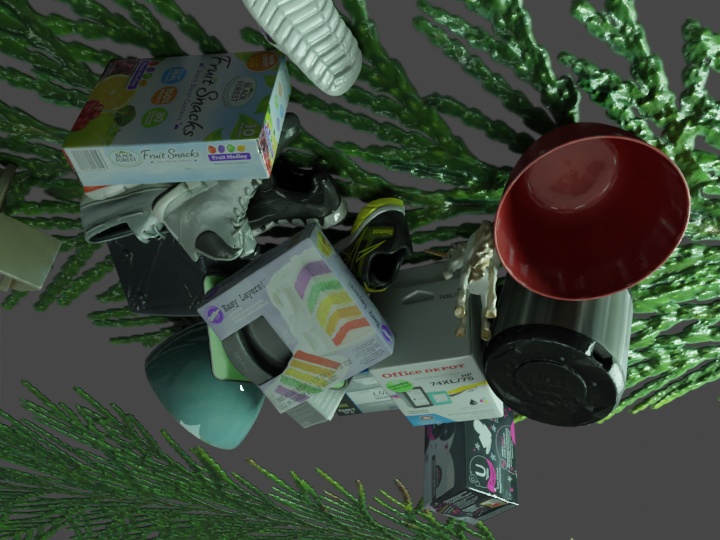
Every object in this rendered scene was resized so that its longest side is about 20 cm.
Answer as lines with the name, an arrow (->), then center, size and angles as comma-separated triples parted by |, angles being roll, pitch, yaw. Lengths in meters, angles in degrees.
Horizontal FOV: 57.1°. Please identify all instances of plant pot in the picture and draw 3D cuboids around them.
plant pot -> -0.217, 0.153, 1.037 | 0.135, 0.201, 0.199 | -46, 127, 4

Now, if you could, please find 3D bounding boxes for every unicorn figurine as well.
unicorn figurine -> 0.134, 0.006, 0.788 | 0.071, 0.142, 0.201 | 11, 156, -9

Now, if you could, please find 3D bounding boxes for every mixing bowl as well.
mixing bowl -> 0.235, -0.080, 0.715 | 0.193, 0.110, 0.205 | 2, 129, 2

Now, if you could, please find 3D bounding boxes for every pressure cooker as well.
pressure cooker -> 0.254, 0.069, 0.835 | 0.175, 0.203, 0.177 | 28, 142, -2

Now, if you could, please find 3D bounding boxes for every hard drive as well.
hard drive -> -0.237, -0.005, 0.902 | 0.193, 0.043, 0.139 | -3, 119, 13

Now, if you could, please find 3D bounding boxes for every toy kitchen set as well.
toy kitchen set -> -0.483, -0.009, 0.831 | 0.160, 0.205, 0.180 | 26, 138, -24

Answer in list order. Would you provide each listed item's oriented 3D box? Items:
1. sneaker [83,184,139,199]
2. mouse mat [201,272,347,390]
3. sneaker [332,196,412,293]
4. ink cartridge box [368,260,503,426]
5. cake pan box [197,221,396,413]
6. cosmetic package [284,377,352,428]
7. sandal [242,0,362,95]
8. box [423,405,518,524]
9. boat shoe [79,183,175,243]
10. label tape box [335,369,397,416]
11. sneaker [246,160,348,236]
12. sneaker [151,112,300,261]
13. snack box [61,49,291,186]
sneaker -> -0.238, -0.144, 0.739 | 0.194, 0.078, 0.084 | -17, 114, 9
mouse mat -> -0.112, 0.082, 0.880 | 0.193, 0.008, 0.166 | 3, 113, 6
sneaker -> 0.000, 0.000, 0.847 | 0.072, 0.086, 0.202 | 6, 136, -29
ink cartridge box -> 0.109, 0.107, 0.936 | 0.142, 0.150, 0.201 | -11, 144, 20
cake pan box -> -0.082, 0.066, 0.832 | 0.197, 0.053, 0.186 | -28, 108, 22
cosmetic package -> -0.111, 0.122, 0.969 | 0.200, 0.108, 0.089 | 44, 143, -14
sandal -> -0.066, -0.243, 0.608 | 0.049, 0.083, 0.204 | 32, 164, 42
box -> 0.184, 0.306, 1.139 | 0.112, 0.204, 0.132 | 24, 139, -20
boat shoe -> -0.263, -0.069, 0.818 | 0.195, 0.074, 0.070 | -7, 172, 22
label tape box -> 0.014, 0.202, 1.143 | 0.139, 0.068, 0.202 | -11, 137, 20
sneaker -> -0.116, -0.091, 0.798 | 0.193, 0.068, 0.092 | -6, 138, 8
sneaker -> -0.126, -0.079, 0.736 | 0.197, 0.075, 0.117 | -31, 100, 15
snack box -> -0.176, -0.154, 0.660 | 0.193, 0.145, 0.054 | 0, 141, 9
